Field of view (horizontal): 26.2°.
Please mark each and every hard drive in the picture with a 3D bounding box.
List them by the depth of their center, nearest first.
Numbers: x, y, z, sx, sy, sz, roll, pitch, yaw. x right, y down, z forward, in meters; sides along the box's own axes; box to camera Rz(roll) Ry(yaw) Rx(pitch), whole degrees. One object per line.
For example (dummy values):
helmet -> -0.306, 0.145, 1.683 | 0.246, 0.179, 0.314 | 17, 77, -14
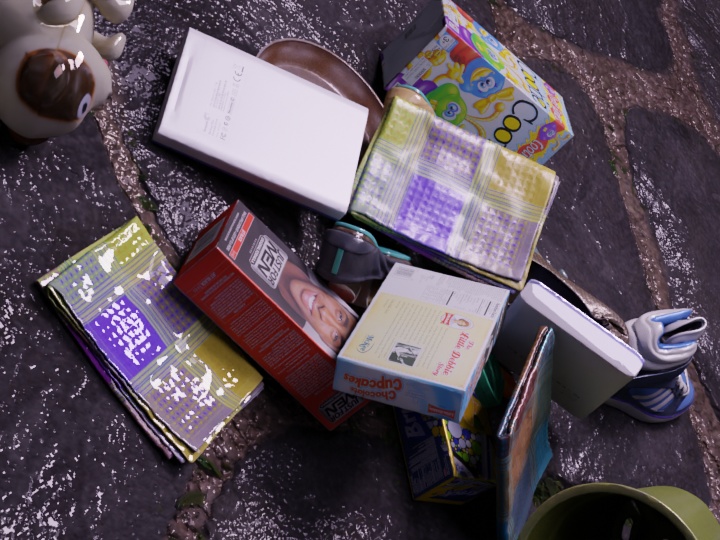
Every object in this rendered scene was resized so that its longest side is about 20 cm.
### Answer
hard drive -> -0.095, -0.143, 1.518 | 0.200, 0.025, 0.132 | 23, 57, -18
hard drive -> 0.198, 0.083, 1.551 | 0.132, 0.200, 0.025 | 36, 73, 5

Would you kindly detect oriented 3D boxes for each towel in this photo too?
towel -> -0.174, 0.058, 1.337 | 0.200, 0.023, 0.144 | 53, 39, -3
towel -> 0.158, 0.168, 1.477 | 0.022, 0.200, 0.147 | 13, 49, 17
towel -> 0.096, -0.077, 1.571 | 0.200, 0.023, 0.144 | 26, 73, -5

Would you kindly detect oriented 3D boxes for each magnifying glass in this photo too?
magnifying glass -> 0.129, 0.104, 1.539 | 0.200, 0.022, 0.080 | 33, 40, -70

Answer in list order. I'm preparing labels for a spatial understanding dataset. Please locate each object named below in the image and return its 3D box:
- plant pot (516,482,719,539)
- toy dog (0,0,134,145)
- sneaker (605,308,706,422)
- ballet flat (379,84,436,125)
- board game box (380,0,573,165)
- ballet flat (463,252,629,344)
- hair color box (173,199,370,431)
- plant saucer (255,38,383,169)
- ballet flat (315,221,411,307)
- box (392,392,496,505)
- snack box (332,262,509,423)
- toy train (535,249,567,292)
plant pot -> 0.274, 0.289, 1.522 | 0.200, 0.200, 0.190 | 62, 26, 9
toy dog -> -0.285, -0.211, 1.333 | 0.194, 0.140, 0.200 | -14, 73, -36
sneaker -> 0.350, 0.104, 1.742 | 0.200, 0.146, 0.081 | 15, 53, -38
ballet flat -> 0.073, -0.127, 1.680 | 0.200, 0.069, 0.063 | 42, 63, -50
board game box -> 0.131, -0.200, 1.756 | 0.200, 0.105, 0.103 | 37, 24, -21
ballet flat -> 0.187, 0.027, 1.590 | 0.200, 0.067, 0.046 | 34, 5, 11
hair color box -> -0.069, 0.040, 1.409 | 0.200, 0.061, 0.102 | 45, 26, -15
plant saucer -> -0.042, -0.151, 1.619 | 0.200, 0.032, 0.200 | 25, 48, -31
ballet flat -> 0.000, 0.000, 1.509 | 0.073, 0.073, 0.200 | 64, 10, 12
box -> 0.074, 0.123, 1.512 | 0.070, 0.064, 0.200 | 12, 55, -40
snack box -> 0.059, 0.061, 1.404 | 0.116, 0.037, 0.200 | 14, 28, 11
toy train -> 0.160, -0.014, 1.680 | 0.200, 0.085, 0.114 | 56, 8, 8
